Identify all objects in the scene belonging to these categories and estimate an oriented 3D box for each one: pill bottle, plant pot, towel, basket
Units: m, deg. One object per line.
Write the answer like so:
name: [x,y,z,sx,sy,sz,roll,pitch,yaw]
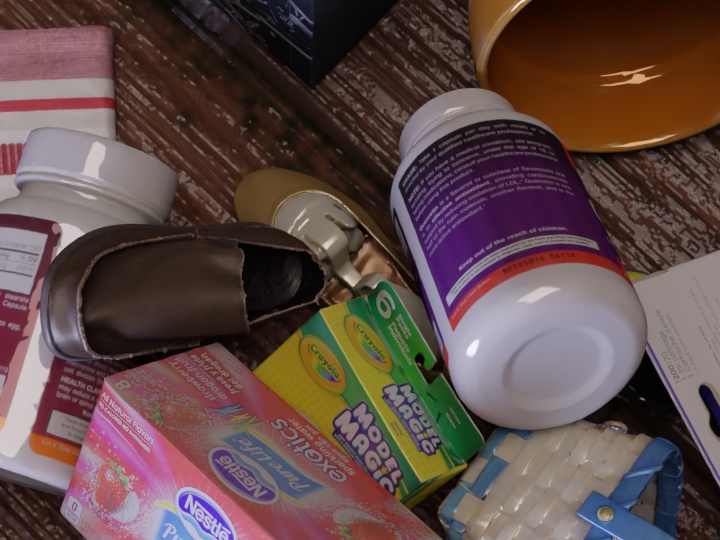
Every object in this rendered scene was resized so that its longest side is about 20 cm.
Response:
pill bottle: [0.083,-0.014,1.168,0.112,0.113,0.201,-14,44,-4]
plant pot: [0.157,-0.205,1.274,0.198,0.201,0.184,-7,58,-2]
pill bottle: [-0.181,0.025,1.219,0.113,0.114,0.201,15,78,4]
towel: [-0.225,-0.057,1.307,0.143,0.023,0.202,-3,76,-3]
basket: [0.149,0.171,1.165,0.199,0.177,0.139,35,71,20]

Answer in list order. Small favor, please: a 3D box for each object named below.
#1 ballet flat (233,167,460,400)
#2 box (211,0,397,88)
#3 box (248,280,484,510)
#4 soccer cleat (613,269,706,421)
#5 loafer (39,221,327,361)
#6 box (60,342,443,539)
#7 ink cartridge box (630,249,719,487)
ballet flat: [0.000,0.000,1.269,0.200,0.063,0.069,42,78,11]
box: [-0.061,-0.239,1.265,0.182,0.200,0.104,40,76,11]
box: [-0.022,0.103,1.182,0.048,0.200,0.118,-15,68,-50]
soccer cleat: [0.137,0.019,1.276,0.199,0.065,0.084,31,47,12]
loafer: [-0.096,0.006,1.174,0.199,0.071,0.074,-17,106,-45]
box: [-0.059,0.143,1.130,0.200,0.103,0.094,40,34,27]
ink cartridge box: [0.254,0.076,1.217,0.199,0.043,0.199,-17,74,-36]
